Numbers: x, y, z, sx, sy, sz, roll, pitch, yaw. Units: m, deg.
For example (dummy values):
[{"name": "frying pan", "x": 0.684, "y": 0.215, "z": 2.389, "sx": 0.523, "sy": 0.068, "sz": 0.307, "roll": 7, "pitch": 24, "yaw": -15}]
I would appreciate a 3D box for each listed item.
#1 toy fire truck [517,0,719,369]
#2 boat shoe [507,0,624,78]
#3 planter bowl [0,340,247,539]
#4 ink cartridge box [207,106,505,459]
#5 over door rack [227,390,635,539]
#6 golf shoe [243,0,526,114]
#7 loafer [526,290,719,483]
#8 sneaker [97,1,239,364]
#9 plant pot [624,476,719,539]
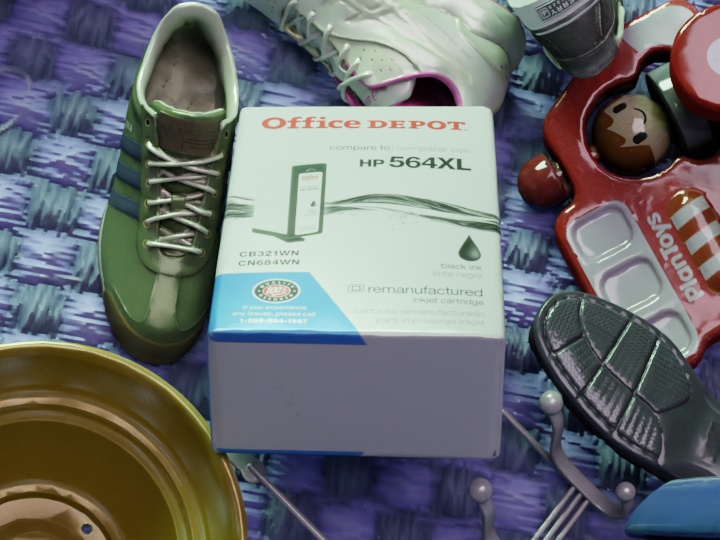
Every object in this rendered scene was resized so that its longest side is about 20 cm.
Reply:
[{"name": "toy fire truck", "x": 0.187, "y": -0.052, "z": 1.057, "sx": 0.167, "sy": 0.112, "sz": 0.201, "roll": -28, "pitch": 76, "yaw": -1}, {"name": "boat shoe", "x": 0.122, "y": -0.170, "z": 1.081, "sx": 0.064, "sy": 0.070, "sz": 0.200, "roll": 56, "pitch": 19, "yaw": -21}, {"name": "planter bowl", "x": -0.160, "y": 0.143, "z": 0.890, "sx": 0.199, "sy": 0.084, "sz": 0.202, "roll": 5, "pitch": 66, "yaw": -11}, {"name": "ink cartridge box", "x": 0.000, "y": 0.000, "z": 0.935, "sx": 0.145, "sy": 0.085, "sz": 0.201, "roll": 0, "pitch": 39, "yaw": 1}, {"name": "over door rack", "x": 0.036, "y": 0.109, "z": 0.962, "sx": 0.200, "sy": 0.067, "sz": 0.148, "roll": 40, "pitch": 63, "yaw": 6}, {"name": "golf shoe", "x": -0.001, "y": -0.141, "z": 1.065, "sx": 0.199, "sy": 0.075, "sz": 0.092, "roll": 20, "pitch": 66, "yaw": -3}, {"name": "loafer", "x": 0.171, "y": 0.090, "z": 0.998, "sx": 0.199, "sy": 0.063, "sz": 0.072, "roll": 36, "pitch": 64, "yaw": 0}, {"name": "sneaker", "x": -0.105, "y": -0.057, "z": 0.990, "sx": 0.067, "sy": 0.090, "sz": 0.202, "roll": 8, "pitch": 65, "yaw": -11}, {"name": "plant pot", "x": 0.226, "y": 0.197, "z": 0.870, "sx": 0.198, "sy": 0.200, "sz": 0.181, "roll": 10, "pitch": 81, "yaw": -10}]
